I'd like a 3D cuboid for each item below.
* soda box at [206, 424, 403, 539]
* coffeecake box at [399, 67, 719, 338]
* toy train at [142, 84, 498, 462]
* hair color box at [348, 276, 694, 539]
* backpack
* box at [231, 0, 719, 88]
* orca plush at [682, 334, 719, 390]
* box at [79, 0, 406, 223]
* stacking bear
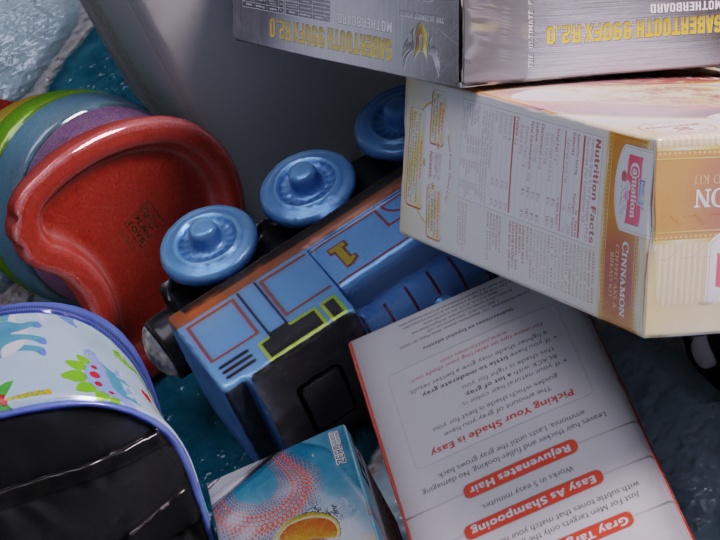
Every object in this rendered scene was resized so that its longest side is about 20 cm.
[{"bbox_3d":[-0.004,0.154,0.814,0.063,0.069,0.200,-24,39,4],"label":"soda box"},{"bbox_3d":[0.126,-0.034,0.858,0.153,0.073,0.200,-3,13,-24],"label":"coffeecake box"},{"bbox_3d":[0.000,0.000,0.983,0.200,0.087,0.114,-32,47,-10],"label":"toy train"},{"bbox_3d":[0.068,0.088,0.856,0.101,0.061,0.200,-23,37,5],"label":"hair color box"},{"bbox_3d":[-0.166,0.104,0.876,0.199,0.184,0.147,-18,34,-11],"label":"backpack"},{"bbox_3d":[0.057,-0.119,0.960,0.158,0.049,0.200,-8,15,-30],"label":"box"},{"bbox_3d":[0.206,0.052,0.837,0.199,0.071,0.105,8,5,31],"label":"orca plush"},{"bbox_3d":[-0.045,-0.177,1.110,0.200,0.199,0.171,-32,39,-8],"label":"box"},{"bbox_3d":[-0.156,-0.038,1.098,0.114,0.122,0.200,-45,34,-19],"label":"stacking bear"}]
